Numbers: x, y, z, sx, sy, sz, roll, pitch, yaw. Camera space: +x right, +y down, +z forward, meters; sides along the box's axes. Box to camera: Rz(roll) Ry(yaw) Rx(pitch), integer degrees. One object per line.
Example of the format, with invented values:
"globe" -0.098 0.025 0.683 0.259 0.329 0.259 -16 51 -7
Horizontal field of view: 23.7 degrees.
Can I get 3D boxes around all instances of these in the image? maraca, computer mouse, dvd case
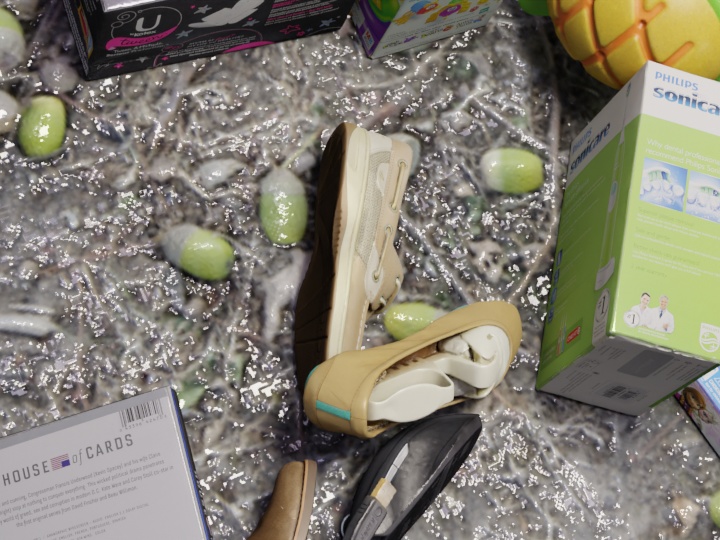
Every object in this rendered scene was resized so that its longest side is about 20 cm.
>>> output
"maraca" 0.180 -0.196 1.218 0.199 0.138 0.107 32 58 21
"computer mouse" 0.010 0.145 1.089 0.046 0.141 0.200 35 65 14
"dvd case" -0.161 0.188 1.051 0.149 0.025 0.202 -17 73 3

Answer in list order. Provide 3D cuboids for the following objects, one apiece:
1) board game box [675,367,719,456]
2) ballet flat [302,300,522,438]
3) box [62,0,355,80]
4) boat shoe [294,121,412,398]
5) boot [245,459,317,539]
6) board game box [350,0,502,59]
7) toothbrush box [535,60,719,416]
"board game box" 0.357 0.105 1.248 0.199 0.041 0.201 -34 83 -23
"ballet flat" 0.052 0.071 1.136 0.199 0.063 0.069 -19 117 -38
"box" -0.108 -0.232 1.192 0.198 0.115 0.133 -14 76 -20
"boat shoe" 0.000 0.000 1.169 0.064 0.072 0.202 13 71 -21
"boot" -0.082 0.204 1.080 0.075 0.074 0.202 21 69 3
"board game box" 0.057 -0.248 1.197 0.104 0.200 0.104 -19 77 -21
"toothbrush box" 0.195 -0.019 1.188 0.085 0.146 0.202 14 68 -10
